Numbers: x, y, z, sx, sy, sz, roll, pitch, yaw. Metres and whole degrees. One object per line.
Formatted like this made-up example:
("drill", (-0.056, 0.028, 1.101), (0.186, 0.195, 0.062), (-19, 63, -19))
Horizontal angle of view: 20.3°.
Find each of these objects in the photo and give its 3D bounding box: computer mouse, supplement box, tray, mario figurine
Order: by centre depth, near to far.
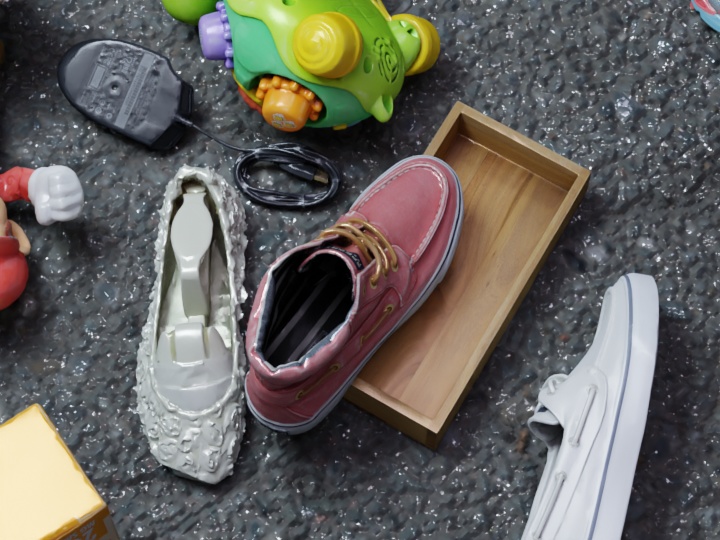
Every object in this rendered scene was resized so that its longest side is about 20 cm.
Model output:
("supplement box", (-0.190, 0.169, 1.075), (0.126, 0.200, 0.074), (-33, 67, -14))
("mario figurine", (-0.246, -0.066, 1.227), (0.123, 0.106, 0.201), (-31, 57, 23))
("tray", (0.053, 0.001, 1.244), (0.098, 0.037, 0.201), (28, 68, 11))
("computer mouse", (-0.103, -0.092, 1.287), (0.199, 0.034, 0.059), (27, 92, 3))

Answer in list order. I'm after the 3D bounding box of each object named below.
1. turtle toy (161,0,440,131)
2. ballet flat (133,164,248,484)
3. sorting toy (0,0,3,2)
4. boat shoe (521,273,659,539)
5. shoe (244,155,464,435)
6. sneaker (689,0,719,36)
("turtle toy", (-0.051, -0.159, 1.269), (0.200, 0.145, 0.101), (47, 114, 17))
("ballet flat", (-0.104, 0.027, 1.214), (0.071, 0.072, 0.202), (-1, 67, -2))
("sorting toy", (-0.309, -0.153, 1.262), (0.199, 0.037, 0.185), (-38, 33, -14))
("boat shoe", (0.132, 0.090, 1.186), (0.065, 0.074, 0.202), (14, 65, 0))
("shoe", (0.000, 0.000, 1.174), (0.071, 0.091, 0.201), (31, 69, 12))
("sneaker", (0.243, -0.236, 1.319), (0.079, 0.096, 0.201), (-22, 68, -10))
